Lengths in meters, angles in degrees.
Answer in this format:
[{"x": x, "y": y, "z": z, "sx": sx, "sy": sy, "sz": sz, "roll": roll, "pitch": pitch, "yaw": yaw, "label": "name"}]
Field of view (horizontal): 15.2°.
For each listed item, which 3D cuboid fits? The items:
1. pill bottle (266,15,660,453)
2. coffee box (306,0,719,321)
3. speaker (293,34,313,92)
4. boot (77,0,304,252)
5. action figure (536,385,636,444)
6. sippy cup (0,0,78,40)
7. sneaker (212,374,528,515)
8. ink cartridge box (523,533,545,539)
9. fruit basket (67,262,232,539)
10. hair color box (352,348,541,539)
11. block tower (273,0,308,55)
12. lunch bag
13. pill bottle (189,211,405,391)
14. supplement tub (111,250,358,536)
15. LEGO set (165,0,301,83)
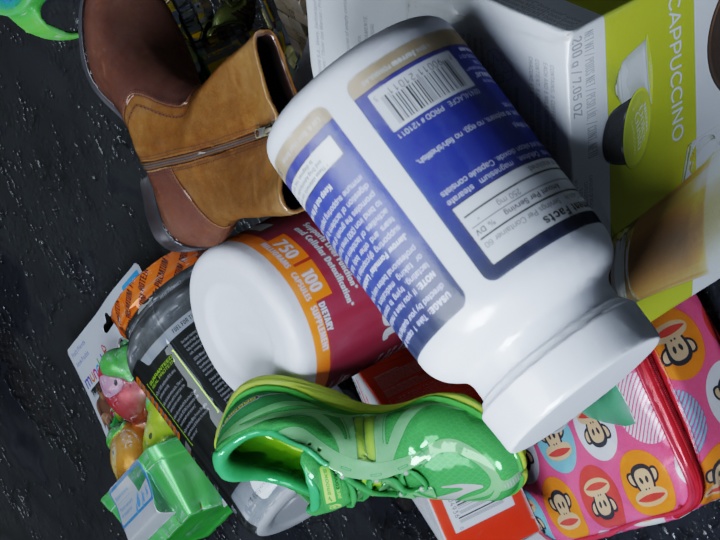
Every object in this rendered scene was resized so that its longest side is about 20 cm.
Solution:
[{"x": 0.053, "y": -0.017, "z": 1.338, "sx": 0.200, "sy": 0.116, "sz": 0.116, "roll": 54, "pitch": 147, "yaw": 11, "label": "pill bottle"}, {"x": 0.111, "y": -0.105, "z": 1.479, "sx": 0.200, "sy": 0.198, "sz": 0.200, "roll": 27, "pitch": 133, "yaw": 40, "label": "coffee box"}, {"x": 0.022, "y": -0.175, "z": 1.581, "sx": 0.081, "sy": 0.081, "sz": 0.200, "roll": 29, "pitch": 105, "yaw": 41, "label": "speaker"}, {"x": -0.098, "y": -0.109, "z": 1.583, "sx": 0.200, "sy": 0.068, "sz": 0.189, "roll": 158, "pitch": 102, "yaw": -67, "label": "boot"}, {"x": 0.089, "y": 0.059, "z": 1.577, "sx": 0.118, "sy": 0.055, "sz": 0.200, "roll": 38, "pitch": 178, "yaw": -3, "label": "action figure"}, {"x": -0.214, "y": -0.262, "z": 1.881, "sx": 0.140, "sy": 0.130, "sz": 0.178, "roll": 38, "pitch": 140, "yaw": 34, "label": "sippy cup"}, {"x": 0.004, "y": 0.115, "z": 1.588, "sx": 0.200, "sy": 0.084, "sz": 0.074, "roll": 4, "pitch": 129, "yaw": 25, "label": "sneaker"}, {"x": 0.058, "y": 0.261, "z": 1.820, "sx": 0.086, "sy": 0.200, "sz": 0.146, "roll": 56, "pitch": 147, "yaw": 10, "label": "ink cartridge box"}, {"x": -0.172, "y": 0.119, "z": 2.138, "sx": 0.200, "sy": 0.094, "sz": 0.185, "roll": 60, "pitch": 148, "yaw": 10, "label": "fruit basket"}, {"x": 0.047, "y": 0.103, "z": 1.736, "sx": 0.200, "sy": 0.061, "sz": 0.102, "roll": -129, "pitch": 15, "yaw": -69, "label": "hair color box"}, {"x": -0.038, "y": -0.213, "z": 1.614, "sx": 0.058, "sy": 0.054, "sz": 0.200, "roll": 37, "pitch": 154, "yaw": 58, "label": "block tower"}, {"x": 0.149, "y": 0.072, "z": 1.671, "sx": 0.200, "sy": 0.082, "sz": 0.177, "roll": -26, "pitch": 86, "yaw": 60, "label": "lunch bag"}, {"x": 0.000, "y": 0.000, "z": 1.708, "sx": 0.113, "sy": 0.200, "sz": 0.113, "roll": 33, "pitch": 138, "yaw": 37, "label": "pill bottle"}, {"x": -0.087, "y": 0.082, "z": 1.963, "sx": 0.200, "sy": 0.122, "sz": 0.123, "roll": 52, "pitch": 146, "yaw": 15, "label": "supplement tub"}, {"x": -0.070, "y": -0.182, "z": 1.744, "sx": 0.154, "sy": 0.116, "sz": 0.200, "roll": 82, "pitch": 163, "yaw": -63, "label": "LEGO set"}]
